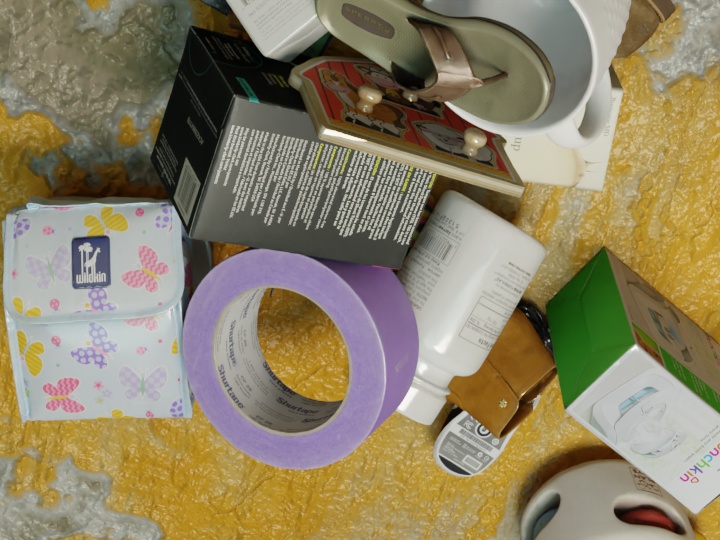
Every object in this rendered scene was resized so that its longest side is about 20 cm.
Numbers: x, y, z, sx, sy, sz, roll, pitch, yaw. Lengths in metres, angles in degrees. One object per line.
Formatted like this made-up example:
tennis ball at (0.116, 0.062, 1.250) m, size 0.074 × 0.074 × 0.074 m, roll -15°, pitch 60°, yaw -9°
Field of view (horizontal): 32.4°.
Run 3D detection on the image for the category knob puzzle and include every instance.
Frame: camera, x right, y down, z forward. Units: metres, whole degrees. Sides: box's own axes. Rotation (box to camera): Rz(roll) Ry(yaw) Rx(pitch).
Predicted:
knob puzzle at (0.036, -0.139, 1.015) m, size 0.217 × 0.220 × 0.031 m, roll 20°, pitch 115°, yaw -7°

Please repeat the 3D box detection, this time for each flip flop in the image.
flip flop at (0.049, -0.161, 0.923) m, size 0.198 × 0.058 × 0.082 m, roll 28°, pitch 135°, yaw 8°

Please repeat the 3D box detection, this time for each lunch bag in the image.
lunch bag at (-0.239, 0.032, 1.146) m, size 0.167 × 0.127 × 0.202 m, roll 0°, pitch 111°, yaw -2°

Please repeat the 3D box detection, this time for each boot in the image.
boot at (0.185, -0.265, 1.081) m, size 0.200 × 0.074 × 0.076 m, roll 40°, pitch 97°, yaw -18°
boot at (0.095, 0.116, 1.240) m, size 0.201 × 0.145 × 0.071 m, roll -45°, pitch 150°, yaw 17°

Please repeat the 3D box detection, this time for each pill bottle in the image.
pill bottle at (0.080, 0.037, 1.167) m, size 0.114 × 0.114 × 0.201 m, roll 29°, pitch 94°, yaw -12°

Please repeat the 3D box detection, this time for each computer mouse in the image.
computer mouse at (0.146, 0.131, 1.303) m, size 0.109 × 0.044 × 0.201 m, roll 33°, pitch 108°, yaw -18°

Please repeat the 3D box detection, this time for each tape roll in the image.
tape roll at (-0.053, 0.068, 1.103) m, size 0.198 × 0.085 × 0.203 m, roll 7°, pitch 107°, yaw 23°

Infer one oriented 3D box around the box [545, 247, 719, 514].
box at (0.277, 0.104, 1.193) m, size 0.176 × 0.201 × 0.097 m, roll 38°, pitch 112°, yaw -14°

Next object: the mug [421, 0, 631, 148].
mug at (0.154, -0.194, 1.001) m, size 0.146 × 0.176 × 0.201 m, roll -9°, pitch 121°, yaw 35°

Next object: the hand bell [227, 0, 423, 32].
hand bell at (-0.020, -0.217, 1.070) m, size 0.197 × 0.104 × 0.105 m, roll 1°, pitch 117°, yaw 15°

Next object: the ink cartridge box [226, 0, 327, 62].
ink cartridge box at (-0.080, -0.286, 1.005) m, size 0.117 × 0.067 × 0.201 m, roll -34°, pitch 87°, yaw 15°

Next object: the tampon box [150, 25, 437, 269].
tampon box at (-0.055, -0.101, 1.053) m, size 0.198 × 0.150 × 0.127 m, roll 9°, pitch 116°, yaw -28°

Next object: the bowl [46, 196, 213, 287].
bowl at (-0.242, 0.016, 1.246) m, size 0.197 × 0.075 × 0.202 m, roll 7°, pitch 117°, yaw -1°

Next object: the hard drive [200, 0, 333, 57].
hard drive at (-0.091, -0.292, 1.107) m, size 0.198 × 0.038 × 0.140 m, roll 28°, pitch 114°, yaw -10°

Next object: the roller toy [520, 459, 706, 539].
roller toy at (0.268, 0.300, 1.324) m, size 0.198 × 0.140 × 0.183 m, roll -21°, pitch 124°, yaw 10°

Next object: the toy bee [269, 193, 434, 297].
toy bee at (0.000, 0.000, 1.207) m, size 0.130 × 0.109 × 0.200 m, roll 4°, pitch 139°, yaw -50°

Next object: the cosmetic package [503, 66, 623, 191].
cosmetic package at (0.133, -0.144, 1.150) m, size 0.197 × 0.073 × 0.105 m, roll 6°, pitch 116°, yaw 1°
